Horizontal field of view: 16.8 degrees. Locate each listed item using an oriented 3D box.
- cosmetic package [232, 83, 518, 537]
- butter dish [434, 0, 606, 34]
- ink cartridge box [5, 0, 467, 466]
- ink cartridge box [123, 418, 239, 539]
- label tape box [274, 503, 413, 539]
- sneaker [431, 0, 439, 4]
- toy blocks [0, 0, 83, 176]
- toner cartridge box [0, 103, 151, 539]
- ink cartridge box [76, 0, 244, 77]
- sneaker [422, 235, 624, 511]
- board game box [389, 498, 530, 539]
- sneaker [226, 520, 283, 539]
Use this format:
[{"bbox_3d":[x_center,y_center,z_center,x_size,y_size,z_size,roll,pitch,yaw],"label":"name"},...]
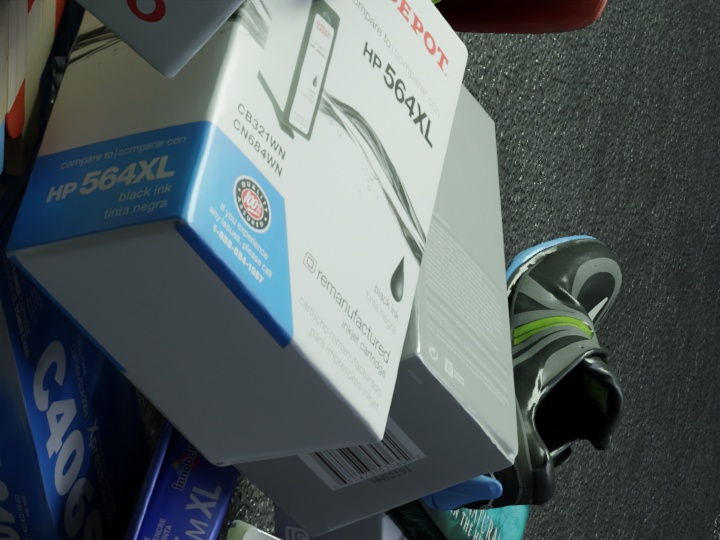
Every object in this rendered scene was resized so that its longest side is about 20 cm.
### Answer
[{"bbox_3d":[0.000,0.000,1.047,0.090,0.107,0.200,47,32,-36],"label":"cosmetic package"},{"bbox_3d":[0.029,-0.229,1.257,0.148,0.200,0.199,7,90,-50],"label":"butter dish"},{"bbox_3d":[-0.040,-0.049,0.943,0.146,0.084,0.200,49,42,-40],"label":"ink cartridge box"},{"bbox_3d":[-0.083,0.113,1.092,0.200,0.042,0.119,110,-1,-67],"label":"ink cartridge box"},{"bbox_3d":[0.010,0.034,1.228,0.143,0.066,0.200,-45,142,-59],"label":"label tape box"},{"bbox_3d":[-0.040,-0.144,1.163,0.200,0.105,0.076,-30,175,-21],"label":"sneaker"},{"bbox_3d":[-0.140,-0.097,0.889,0.200,0.100,0.137,-77,177,-48],"label":"toy blocks"},{"bbox_3d":[-0.136,0.037,1.013,0.095,0.043,0.200,-67,157,-46],"label":"toner cartridge box"},{"bbox_3d":[-0.037,-0.194,0.774,0.200,0.145,0.145,-42,-170,35],"label":"ink cartridge box"},{"bbox_3d":[0.089,0.052,1.152,0.200,0.083,0.071,-55,146,-53],"label":"sneaker"},{"bbox_3d":[0.056,0.079,1.238,0.200,0.028,0.135,57,46,-61],"label":"board game box"},{"bbox_3d":[-0.059,0.198,1.198,0.199,0.081,0.115,131,-17,-69],"label":"sneaker"}]
